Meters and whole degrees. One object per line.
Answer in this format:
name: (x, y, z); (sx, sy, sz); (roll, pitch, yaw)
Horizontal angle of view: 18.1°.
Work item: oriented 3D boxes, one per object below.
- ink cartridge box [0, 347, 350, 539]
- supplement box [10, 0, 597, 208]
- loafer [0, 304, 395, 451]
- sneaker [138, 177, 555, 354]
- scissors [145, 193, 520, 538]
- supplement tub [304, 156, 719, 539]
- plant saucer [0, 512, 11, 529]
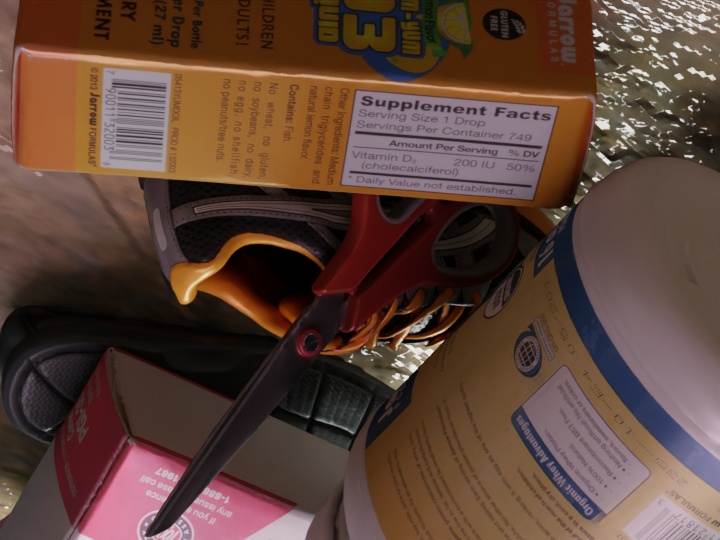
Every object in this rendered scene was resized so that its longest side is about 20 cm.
ink cartridge box: (-0.087, 0.154, 0.930); (0.146, 0.083, 0.200); (25, 107, -23)
supplement box: (-0.019, -0.071, 0.787); (0.199, 0.067, 0.069); (5, 141, -7)
loafer: (-0.061, 0.050, 0.980); (0.199, 0.063, 0.072); (14, 112, -24)
sneaker: (0.000, 0.000, 0.878); (0.199, 0.078, 0.078); (17, 140, -25)
scissors: (-0.016, 0.012, 0.821); (0.014, 0.200, 0.073); (16, 137, 55)
supplement tub: (0.084, 0.073, 0.820); (0.144, 0.145, 0.200); (24, 125, -29)
plant saucer: (-0.075, 0.133, 1.066); (0.199, 0.051, 0.201); (5, 155, 2)
